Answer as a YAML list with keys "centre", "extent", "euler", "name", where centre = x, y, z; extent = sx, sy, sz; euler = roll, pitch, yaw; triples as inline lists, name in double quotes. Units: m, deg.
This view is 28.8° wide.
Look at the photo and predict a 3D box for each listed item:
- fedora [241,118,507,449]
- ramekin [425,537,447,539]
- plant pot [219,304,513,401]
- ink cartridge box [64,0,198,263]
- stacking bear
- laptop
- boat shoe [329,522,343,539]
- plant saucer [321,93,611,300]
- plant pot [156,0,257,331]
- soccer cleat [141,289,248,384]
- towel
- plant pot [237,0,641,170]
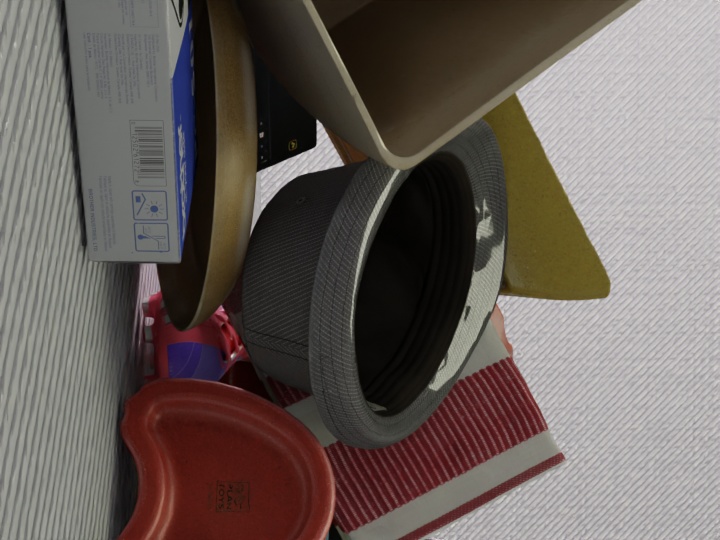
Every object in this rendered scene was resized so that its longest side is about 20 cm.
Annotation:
- centre: [0.000, 0.000, 0.768]
  extent: [0.200, 0.090, 0.178]
  euler: [-52, 142, -42]
  name: "fedora"
- centre: [0.025, 0.248, 0.922]
  extent: [0.203, 0.201, 0.095]
  euler: [94, 0, -61]
  name: "ramekin"
- centre: [0.002, 0.090, 1.028]
  extent: [0.195, 0.200, 0.201]
  euler: [-43, 147, -40]
  name: "plant pot"
- centre: [-0.096, -0.111, 0.597]
  extent: [0.094, 0.044, 0.201]
  euler: [-91, -177, -55]
  name: "ink cartridge box"
- centre: [-0.077, 0.156, 0.794]
  extent: [0.200, 0.113, 0.122]
  euler: [104, -13, -62]
  name: "stacking bear"
- centre: [-0.080, -0.109, 0.987]
  extent: [0.103, 0.199, 0.178]
  euler: [37, -40, 36]
  name: "laptop"
- centre: [0.016, 0.086, 0.863]
  extent: [0.066, 0.074, 0.200]
  euler: [-31, -150, 40]
  name: "boat shoe"
- centre: [0.048, -0.059, 0.898]
  extent: [0.201, 0.048, 0.200]
  euler: [61, -22, -14]
  name: "plant saucer"
- centre: [-0.085, -0.068, 0.751]
  extent: [0.200, 0.027, 0.201]
  euler: [180, -90, -72]
  name: "plant pot"
- centre: [-0.091, 0.037, 0.862]
  extent: [0.200, 0.076, 0.067]
  euler: [-103, -167, -79]
  name: "soccer cleat"
- centre: [0.015, 0.056, 0.827]
  extent: [0.201, 0.144, 0.023]
  euler: [61, -19, 13]
  name: "towel"
- centre: [0.008, -0.192, 0.722]
  extent: [0.201, 0.199, 0.177]
  euler: [61, -19, -21]
  name: "plant pot"
